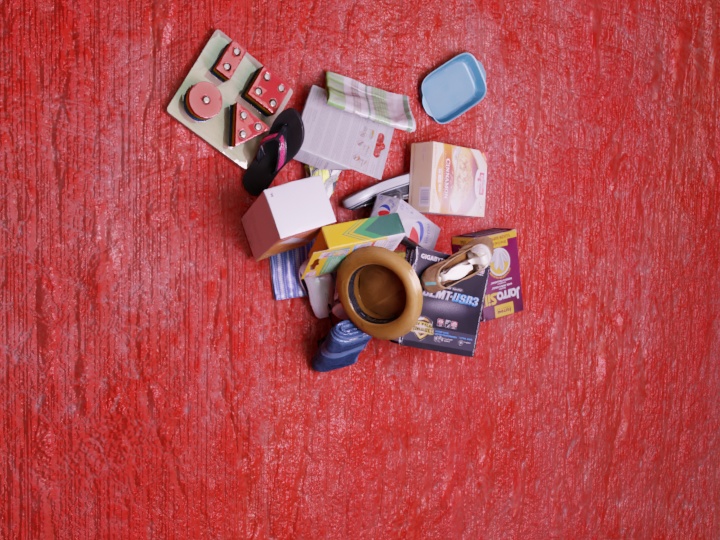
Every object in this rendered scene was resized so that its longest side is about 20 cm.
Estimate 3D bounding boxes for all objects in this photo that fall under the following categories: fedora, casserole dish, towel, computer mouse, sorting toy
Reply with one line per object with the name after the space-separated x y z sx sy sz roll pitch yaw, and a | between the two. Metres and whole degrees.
0.048 0.035 1.402 0.081 0.198 0.205 -30 109 -50 | fedora
0.214 -0.428 1.701 0.199 0.039 0.123 -36 109 -20 | casserole dish
-0.034 0.158 1.526 0.110 0.201 0.049 -15 69 -26 | towel
0.020 -0.363 1.533 0.196 0.150 0.031 15 123 -17 | towel
-0.077 0.067 1.560 0.108 0.044 0.203 -29 116 -16 | computer mouse
-0.103 -0.018 1.573 0.196 0.024 0.148 -8 97 -27 | towel
-0.253 -0.343 1.444 0.199 0.069 0.201 35 78 -26 | sorting toy

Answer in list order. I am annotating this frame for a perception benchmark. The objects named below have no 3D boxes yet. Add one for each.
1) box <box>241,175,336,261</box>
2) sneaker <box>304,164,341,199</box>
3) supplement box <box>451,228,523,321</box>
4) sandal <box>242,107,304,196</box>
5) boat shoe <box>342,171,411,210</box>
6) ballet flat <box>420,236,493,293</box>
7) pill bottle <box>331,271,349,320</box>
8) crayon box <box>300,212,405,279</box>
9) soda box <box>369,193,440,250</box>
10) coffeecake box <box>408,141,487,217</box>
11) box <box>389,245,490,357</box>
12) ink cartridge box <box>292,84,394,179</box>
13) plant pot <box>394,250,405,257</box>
-0.148 -0.101 1.435 0.122 0.200 0.099 -19 86 -24 | box
-0.074 -0.233 1.545 0.075 0.075 0.203 26 76 -17 | sneaker
0.308 0.008 1.746 0.129 0.103 0.205 -13 100 -26 | supplement box
-0.178 -0.232 1.447 0.075 0.045 0.201 39 111 9 | sandal
0.052 -0.163 1.615 0.197 0.072 0.072 -23 100 -26 | boat shoe
0.211 -0.012 1.449 0.197 0.072 0.069 -25 101 -25 | ballet flat
0.000 0.000 1.542 0.105 0.106 0.204 20 62 -27 | pill bottle
-0.023 -0.049 1.423 0.196 0.126 0.052 -13 70 -23 | crayon box
0.102 -0.101 1.604 0.199 0.067 0.065 29 80 -54 | soda box
0.205 -0.207 1.667 0.197 0.072 0.157 0 94 -43 | coffeecake box
0.167 0.066 1.497 0.197 0.049 0.203 13 88 -29 | box
-0.038 -0.281 1.519 0.197 0.057 0.165 22 64 -13 | ink cartridge box
0.116 0.062 1.602 0.197 0.188 0.206 -2 95 -28 | plant pot
